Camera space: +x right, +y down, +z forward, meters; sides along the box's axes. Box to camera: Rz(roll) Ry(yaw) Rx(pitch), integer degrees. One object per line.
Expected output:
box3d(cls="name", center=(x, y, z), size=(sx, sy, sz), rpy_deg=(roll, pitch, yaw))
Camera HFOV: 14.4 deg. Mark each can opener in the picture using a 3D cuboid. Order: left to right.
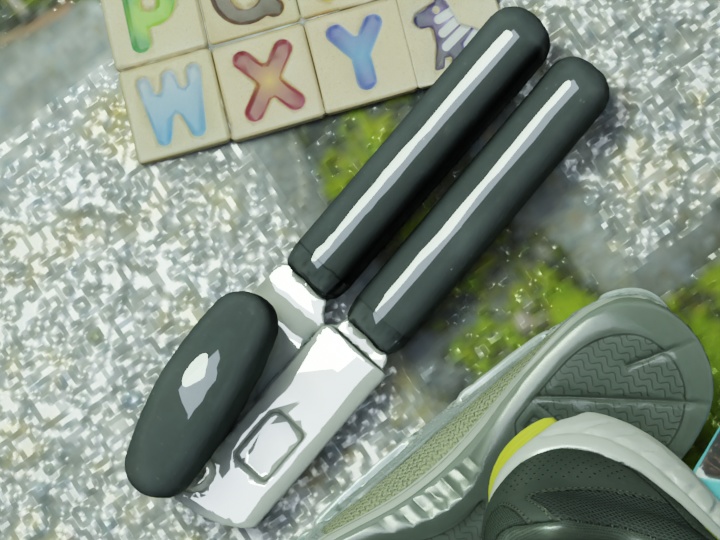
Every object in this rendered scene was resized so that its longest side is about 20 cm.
box3d(cls="can opener", center=(0.000, 0.000, 0.923), size=(0.053, 0.067, 0.200), rpy_deg=(41, 94, 11))

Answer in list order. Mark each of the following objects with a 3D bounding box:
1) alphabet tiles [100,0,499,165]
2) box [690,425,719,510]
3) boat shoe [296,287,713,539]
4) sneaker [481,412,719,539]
box3d(cls="alphabet tiles", center=(0.000, -0.141, 0.973), size=(0.199, 0.008, 0.168), rpy_deg=(-15, 80, 7))
box3d(cls="box", center=(0.205, 0.073, 0.848), size=(0.199, 0.082, 0.049), rpy_deg=(5, 116, 22))
box3d(cls="boat shoe", center=(0.031, 0.085, 0.916), size=(0.074, 0.065, 0.202), rpy_deg=(41, 96, -7))
box3d(cls="sneaker", center=(0.113, 0.121, 0.806), size=(0.199, 0.085, 0.075), rpy_deg=(32, 111, 8))
